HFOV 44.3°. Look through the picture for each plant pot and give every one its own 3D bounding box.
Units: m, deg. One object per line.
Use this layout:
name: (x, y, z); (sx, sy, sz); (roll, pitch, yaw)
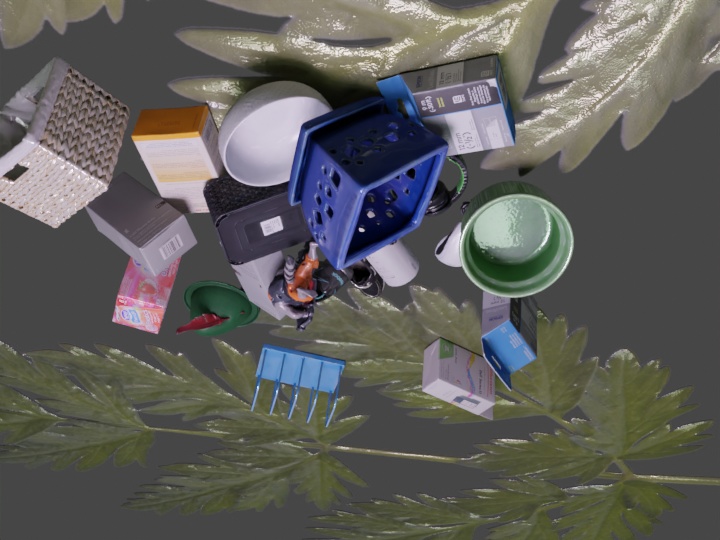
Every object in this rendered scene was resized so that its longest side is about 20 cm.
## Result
plant pot: (-0.003, -0.155, 1.439); (0.180, 0.200, 0.200); (46, 144, 22)

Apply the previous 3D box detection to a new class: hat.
hat: (-0.328, 0.135, 1.916); (0.200, 0.176, 0.166); (30, 137, -26)

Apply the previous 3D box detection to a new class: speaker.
speaker: (0.034, -0.057, 1.688); (0.081, 0.081, 0.200); (-15, 136, 27)

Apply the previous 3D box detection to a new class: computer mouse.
computer mouse: (0.208, -0.058, 1.685); (0.109, 0.044, 0.200); (18, 141, -14)

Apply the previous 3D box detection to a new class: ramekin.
ramekin: (0.271, -0.062, 1.576); (0.199, 0.098, 0.201); (0, 117, 1)

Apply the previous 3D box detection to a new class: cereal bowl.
cereal bowl: (-0.144, -0.237, 1.462); (0.200, 0.083, 0.200); (-20, 148, -13)

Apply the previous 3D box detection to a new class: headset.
headset: (0.105, -0.132, 1.569); (0.123, 0.094, 0.200); (28, 126, -24)

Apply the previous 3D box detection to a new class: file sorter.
file sorter: (-0.154, 0.280, 2.116); (0.199, 0.123, 0.139); (13, 141, -6)

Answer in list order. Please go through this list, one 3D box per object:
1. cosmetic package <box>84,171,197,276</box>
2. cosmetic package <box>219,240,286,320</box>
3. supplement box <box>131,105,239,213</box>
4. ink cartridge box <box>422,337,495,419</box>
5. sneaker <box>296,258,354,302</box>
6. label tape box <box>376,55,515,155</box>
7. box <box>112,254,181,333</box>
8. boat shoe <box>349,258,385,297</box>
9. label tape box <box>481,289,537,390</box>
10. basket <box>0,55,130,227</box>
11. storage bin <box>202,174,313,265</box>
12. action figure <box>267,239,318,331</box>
cosmetic package: (-0.408, -0.088, 1.632); (0.200, 0.107, 0.090); (33, 155, 30)
cosmetic package: (-0.199, 0.001, 1.780); (0.102, 0.074, 0.200); (29, 152, 34)
supplement box: (-0.308, -0.195, 1.579); (0.126, 0.074, 0.200); (-1, 141, 11)
ink cartridge box: (0.241, 0.248, 2.006); (0.200, 0.117, 0.067); (25, 137, -21)
sneaker: (-0.093, 0.020, 1.771); (0.075, 0.079, 0.200); (43, 156, -18)
label tape box: (0.139, -0.256, 1.430); (0.199, 0.066, 0.143); (-9, 139, 18)
box: (-0.415, 0.009, 1.754); (0.094, 0.200, 0.103); (17, 142, -11)
boat shoe: (0.000, 0.000, 1.782); (0.074, 0.060, 0.200); (-4, 140, 14)
label tape box: (0.296, 0.113, 1.746); (0.066, 0.200, 0.143); (-16, 136, 26)
basket: (-0.520, -0.213, 1.501); (0.198, 0.201, 0.161); (-26, 136, 36)
storage bin: (-0.166, -0.110, 1.583); (0.199, 0.094, 0.135); (-21, 141, -8)
action figure: (-0.123, 0.002, 1.667); (0.104, 0.201, 0.193); (12, 154, -23)
